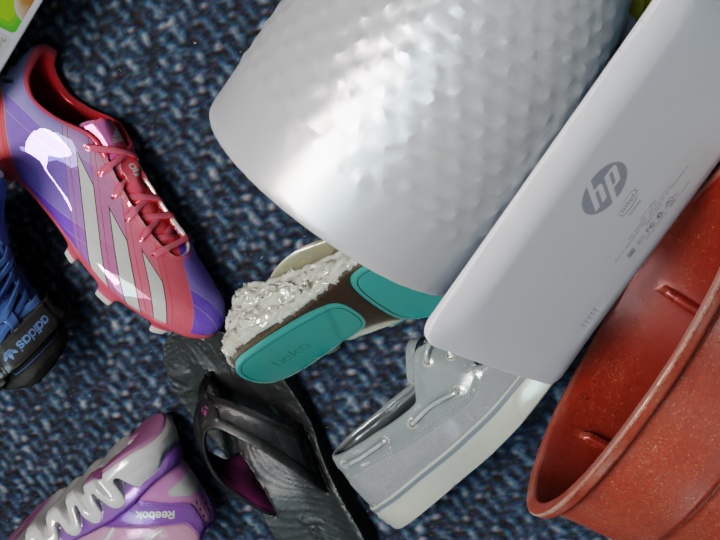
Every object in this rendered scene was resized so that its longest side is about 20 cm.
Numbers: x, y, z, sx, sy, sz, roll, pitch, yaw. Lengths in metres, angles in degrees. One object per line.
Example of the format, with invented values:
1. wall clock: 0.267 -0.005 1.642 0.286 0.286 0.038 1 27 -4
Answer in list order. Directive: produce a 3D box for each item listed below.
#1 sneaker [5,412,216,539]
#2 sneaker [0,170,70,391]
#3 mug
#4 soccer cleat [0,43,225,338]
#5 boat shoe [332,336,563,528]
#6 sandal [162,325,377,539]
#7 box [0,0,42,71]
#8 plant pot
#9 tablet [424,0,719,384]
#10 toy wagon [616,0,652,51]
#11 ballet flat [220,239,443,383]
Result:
1. sneaker: -0.170 0.179 0.925 0.200 0.081 0.089 -36 100 27
2. sneaker: -0.216 0.011 0.847 0.111 0.077 0.200 44 151 -2
3. mug: 0.058 -0.090 0.664 0.199 0.148 0.176 30 108 -24
4. soccer cleat: -0.147 -0.044 0.842 0.200 0.067 0.077 45 114 5
5. boat shoe: 0.052 0.065 0.794 0.071 0.070 0.201 40 121 -2
6. sandal: -0.055 0.118 0.869 0.075 0.048 0.201 -31 95 28
7. box: -0.290 -0.154 0.798 0.176 0.097 0.200 24 122 -29
8. plant pot: 0.214 0.078 0.677 0.195 0.201 0.201 31 117 0
9. tablet: 0.119 -0.036 0.664 0.014 0.130 0.201 42 103 36
10. toy wagon: 0.115 -0.143 0.712 0.154 0.040 0.201 16 114 16
11. ballet flat: 0.000 0.000 0.797 0.199 0.072 0.072 -24 99 27
